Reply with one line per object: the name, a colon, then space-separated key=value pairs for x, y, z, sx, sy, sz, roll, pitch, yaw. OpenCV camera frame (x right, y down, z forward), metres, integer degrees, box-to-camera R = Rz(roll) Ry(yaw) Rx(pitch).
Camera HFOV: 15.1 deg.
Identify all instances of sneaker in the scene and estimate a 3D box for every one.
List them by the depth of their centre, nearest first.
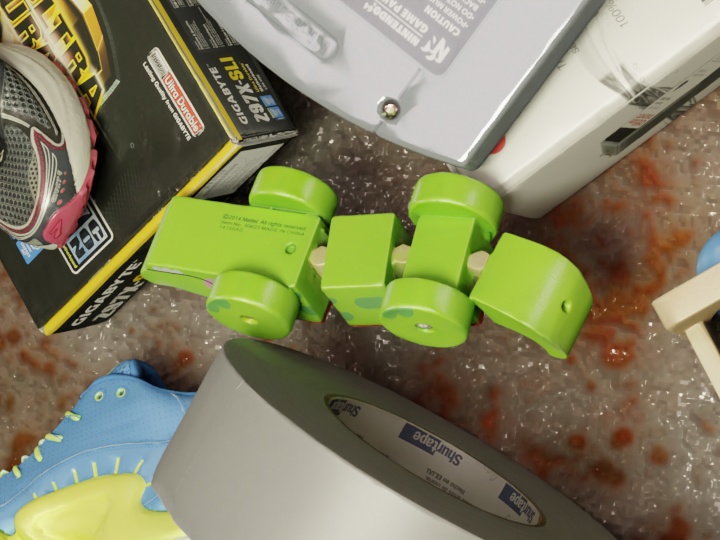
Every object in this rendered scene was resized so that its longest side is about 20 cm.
sneaker: x=-0.195 y=-0.081 z=1.228 sx=0.200 sy=0.075 sz=0.081 roll=45 pitch=122 yaw=23
sneaker: x=-0.128 y=0.101 z=1.262 sx=0.200 sy=0.076 sz=0.105 roll=-7 pitch=65 yaw=22

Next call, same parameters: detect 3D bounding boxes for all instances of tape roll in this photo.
tape roll: x=0.016 y=0.105 z=1.123 sx=0.200 sy=0.200 sz=0.066 roll=32 pitch=99 yaw=21

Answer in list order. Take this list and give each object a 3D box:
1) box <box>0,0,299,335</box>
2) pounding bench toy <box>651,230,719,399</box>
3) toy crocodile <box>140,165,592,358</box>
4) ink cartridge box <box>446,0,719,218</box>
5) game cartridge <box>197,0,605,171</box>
box: x=-0.135 y=-0.096 z=1.256 sx=0.160 sy=0.049 sz=0.200 roll=-42 pitch=71 yaw=37
pounding bench toy: x=0.243 y=0.021 z=1.079 sx=0.200 sy=0.124 sz=0.156 roll=-31 pitch=75 yaw=17
toy crocodile: x=0.000 y=0.000 z=1.148 sx=0.200 sy=0.062 sz=0.068 roll=4 pitch=63 yaw=23
ink cartridge box: x=0.103 y=-0.138 z=1.170 sx=0.200 sy=0.083 sz=0.147 roll=-36 pitch=75 yaw=16
game cartridge: x=0.001 y=-0.139 z=1.141 sx=0.200 sy=0.040 sz=0.133 roll=40 pitch=98 yaw=15
